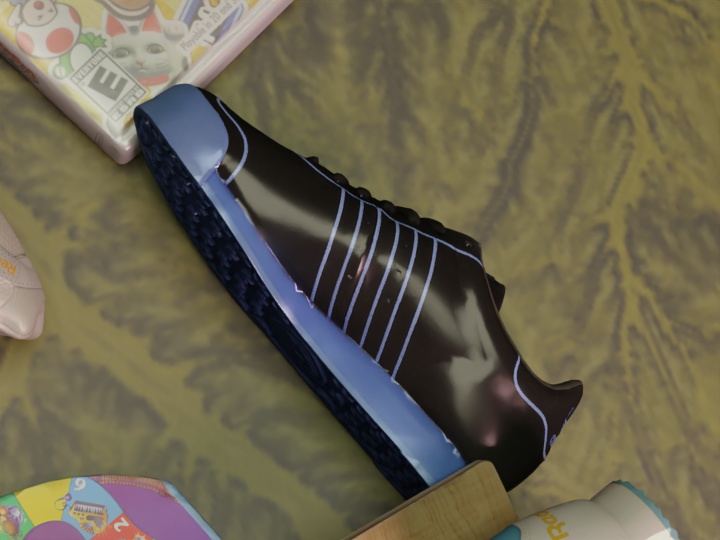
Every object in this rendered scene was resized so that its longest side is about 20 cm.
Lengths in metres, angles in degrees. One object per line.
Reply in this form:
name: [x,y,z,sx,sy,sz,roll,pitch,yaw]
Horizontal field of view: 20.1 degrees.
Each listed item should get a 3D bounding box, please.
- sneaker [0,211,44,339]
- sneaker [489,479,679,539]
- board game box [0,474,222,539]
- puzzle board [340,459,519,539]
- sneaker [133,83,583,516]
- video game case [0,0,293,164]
sneaker: [-0.199,0.039,0.714,0.200,0.076,0.092,-36,90,-16]
sneaker: [0.091,0.180,0.714,0.081,0.077,0.200,-19,89,-14]
board game box: [-0.085,0.168,0.720,0.158,0.039,0.200,-41,88,-17]
puzzle board: [0.024,0.190,0.727,0.151,0.017,0.200,-28,99,-22]
sneaker: [0.000,0.000,0.766,0.078,0.070,0.200,-40,95,-16]
video game case: [-0.092,-0.172,0.811,0.182,0.023,0.200,43,73,1]
